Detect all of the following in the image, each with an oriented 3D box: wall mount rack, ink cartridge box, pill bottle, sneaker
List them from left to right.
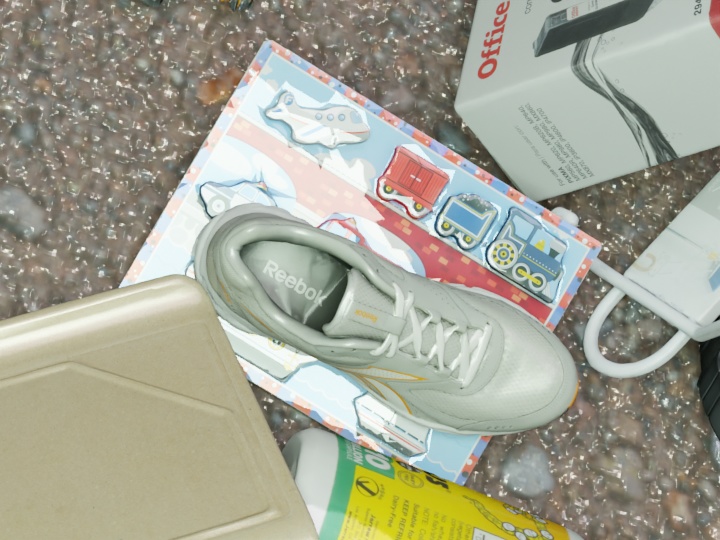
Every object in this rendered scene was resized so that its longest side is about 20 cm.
[{"bbox_3d":[0.013,0.029,1.360,0.199,0.092,0.076,21,89,-5],"label":"sneaker"},{"bbox_3d":[0.044,0.159,1.334,0.199,0.113,0.113,22,60,-9],"label":"pill bottle"},{"bbox_3d":[0.158,-0.134,1.451,0.084,0.199,0.145,47,41,-34],"label":"ink cartridge box"},{"bbox_3d":[0.191,-0.027,1.435,0.200,0.174,0.075,-47,129,-7],"label":"wall mount rack"}]

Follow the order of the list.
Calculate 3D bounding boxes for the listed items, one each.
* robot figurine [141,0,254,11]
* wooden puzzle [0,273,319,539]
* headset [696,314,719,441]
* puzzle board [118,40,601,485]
[{"bbox_3d":[-0.092,-0.231,1.502,0.144,0.058,0.201,-13,70,-24],"label":"robot figurine"},{"bbox_3d":[-0.131,0.096,1.291,0.184,0.037,0.201,-16,44,-11],"label":"wooden puzzle"},{"bbox_3d":[0.236,0.030,1.479,0.123,0.094,0.201,6,48,-18],"label":"headset"},{"bbox_3d":[0.000,0.000,1.413,0.199,0.017,0.151,31,85,-4],"label":"puzzle board"}]
